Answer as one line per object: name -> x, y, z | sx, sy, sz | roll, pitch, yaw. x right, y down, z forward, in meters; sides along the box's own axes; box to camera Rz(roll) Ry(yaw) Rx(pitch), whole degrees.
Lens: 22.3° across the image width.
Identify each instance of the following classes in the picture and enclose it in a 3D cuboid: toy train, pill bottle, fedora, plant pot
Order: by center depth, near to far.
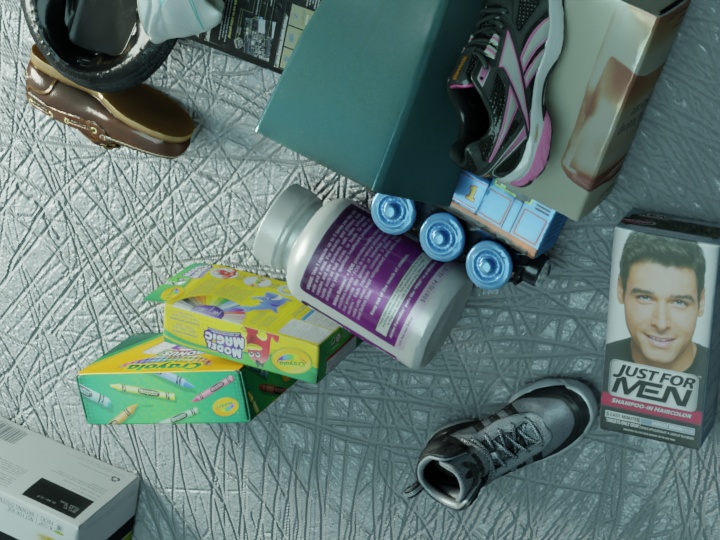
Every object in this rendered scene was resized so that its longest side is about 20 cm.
plant pot -> 0.030, -0.181, 1.601 | 0.141, 0.141, 0.202 | 27, 100, 29
toy train -> 0.100, -0.065, 1.698 | 0.199, 0.087, 0.115 | 31, 110, 15
pill bottle -> 0.000, 0.000, 1.751 | 0.199, 0.112, 0.113 | 31, 119, 12
fedora -> -0.233, -0.277, 1.770 | 0.199, 0.092, 0.203 | 7, 109, 21

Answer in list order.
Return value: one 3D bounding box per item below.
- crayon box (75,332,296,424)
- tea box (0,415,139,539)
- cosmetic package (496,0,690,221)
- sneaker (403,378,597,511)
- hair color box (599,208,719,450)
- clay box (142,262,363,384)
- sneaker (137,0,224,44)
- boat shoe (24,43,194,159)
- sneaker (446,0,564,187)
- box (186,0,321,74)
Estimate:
crayon box -> -0.176, 0.109, 1.873 | 0.198, 0.119, 0.059 | -3, 108, 26
tea box -> -0.373, 0.300, 2.032 | 0.199, 0.134, 0.198 | 22, 116, 17
cosmetic package -> 0.204, -0.159, 1.598 | 0.087, 0.103, 0.201 | 28, 120, 15
sneaker -> 0.132, 0.174, 1.750 | 0.199, 0.114, 0.076 | -26, 97, 31
hair color box -> 0.278, 0.053, 1.666 | 0.098, 0.061, 0.202 | 10, 112, 22
clay box -> -0.107, 0.049, 1.819 | 0.198, 0.115, 0.048 | 14, 115, 22
sneaker -> -0.170, -0.308, 1.648 | 0.079, 0.071, 0.202 | -5, 115, 11
boat shoe -> -0.254, -0.160, 1.842 | 0.199, 0.070, 0.071 | 31, 124, 20
sneaker -> 0.116, -0.174, 1.539 | 0.080, 0.086, 0.202 | -4, 85, 57
box -> -0.061, -0.291, 1.684 | 0.163, 0.086, 0.202 | 22, 117, 18
